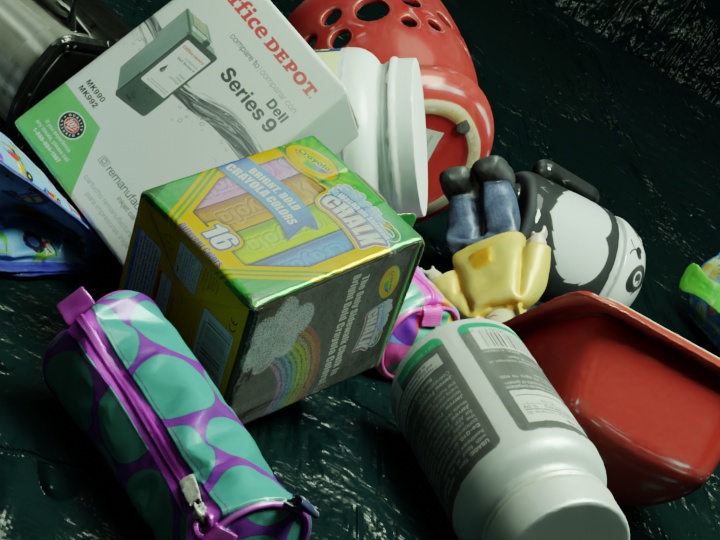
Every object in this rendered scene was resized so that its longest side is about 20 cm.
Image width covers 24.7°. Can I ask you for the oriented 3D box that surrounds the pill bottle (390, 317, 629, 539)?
[{"bbox_3d":[0.102,0.133,1.142,0.112,0.114,0.201,20,24,-31],"label":"pill bottle"}]

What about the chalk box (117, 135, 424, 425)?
[{"bbox_3d":[-0.048,0.001,1.112,0.199,0.125,0.124,-22,54,-41],"label":"chalk box"}]

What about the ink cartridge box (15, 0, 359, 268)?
[{"bbox_3d":[-0.121,-0.103,1.177,0.146,0.199,0.084,49,-6,17],"label":"ink cartridge box"}]

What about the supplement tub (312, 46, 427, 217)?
[{"bbox_3d":[-0.050,-0.098,1.286,0.197,0.147,0.145,-3,19,7],"label":"supplement tub"}]

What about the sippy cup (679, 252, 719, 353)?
[{"bbox_3d":[0.440,0.045,1.860,0.130,0.139,0.179,44,-19,57],"label":"sippy cup"}]

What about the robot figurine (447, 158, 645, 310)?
[{"bbox_3d":[0.185,-0.021,1.609,0.198,0.151,0.125,25,8,-20],"label":"robot figurine"}]

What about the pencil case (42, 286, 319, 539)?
[{"bbox_3d":[-0.107,0.100,0.939,0.200,0.085,0.093,48,-5,37],"label":"pencil case"}]

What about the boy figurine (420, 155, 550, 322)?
[{"bbox_3d":[0.112,0.001,1.481,0.065,0.123,0.202,54,27,-56],"label":"boy figurine"}]

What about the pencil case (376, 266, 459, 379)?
[{"bbox_3d":[0.000,0.000,1.341,0.088,0.089,0.200,11,30,-46],"label":"pencil case"}]

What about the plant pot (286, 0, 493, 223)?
[{"bbox_3d":[0.026,-0.155,1.583,0.199,0.201,0.183,18,31,-36],"label":"plant pot"}]

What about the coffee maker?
[{"bbox_3d":[-0.266,-0.184,1.336,0.200,0.135,0.192,44,-1,27],"label":"coffee maker"}]

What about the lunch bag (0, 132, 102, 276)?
[{"bbox_3d":[-0.263,-0.069,1.113,0.150,0.094,0.200,41,10,27],"label":"lunch bag"}]

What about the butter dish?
[{"bbox_3d":[0.190,0.125,1.270,0.198,0.149,0.200,27,-21,-13],"label":"butter dish"}]
